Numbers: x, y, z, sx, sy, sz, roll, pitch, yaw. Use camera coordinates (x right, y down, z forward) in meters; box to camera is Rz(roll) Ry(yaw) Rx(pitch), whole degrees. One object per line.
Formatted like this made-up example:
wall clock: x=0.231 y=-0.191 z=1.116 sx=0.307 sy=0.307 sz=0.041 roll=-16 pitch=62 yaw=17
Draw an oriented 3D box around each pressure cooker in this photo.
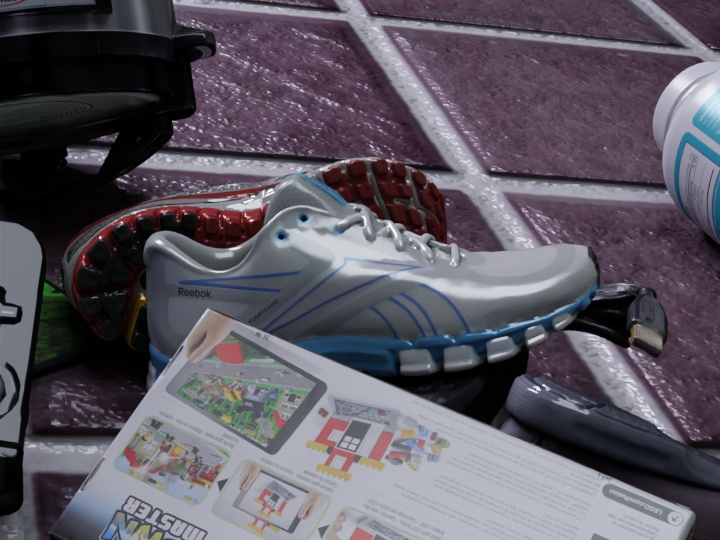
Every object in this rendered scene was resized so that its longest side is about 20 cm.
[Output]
pressure cooker: x=-0.180 y=-0.136 z=0.836 sx=0.175 sy=0.202 sz=0.178 roll=-10 pitch=-3 yaw=39

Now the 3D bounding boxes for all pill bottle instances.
pill bottle: x=0.251 y=-0.054 z=0.939 sx=0.110 sy=0.112 sz=0.200 roll=-1 pitch=29 yaw=-23

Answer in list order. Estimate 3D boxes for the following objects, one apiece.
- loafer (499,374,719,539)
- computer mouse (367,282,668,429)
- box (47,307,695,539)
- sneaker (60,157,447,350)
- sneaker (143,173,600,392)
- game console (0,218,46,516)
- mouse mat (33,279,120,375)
loafer: x=0.138 y=0.105 z=0.636 sx=0.198 sy=0.063 sz=0.072 roll=24 pitch=4 yaw=-9
computer mouse: x=0.063 y=0.052 z=0.697 sx=0.139 sy=0.047 sz=0.200 roll=-5 pitch=13 yaw=17
box: x=0.003 y=0.096 z=0.561 sx=0.198 sy=0.035 sz=0.110 roll=22 pitch=57 yaw=20
sneaker: x=-0.048 y=-0.015 z=0.762 sx=0.198 sy=0.079 sz=0.082 roll=-6 pitch=12 yaw=-26
sneaker: x=0.000 y=0.000 z=0.670 sx=0.198 sy=0.088 sz=0.075 roll=-9 pitch=10 yaw=3
game console: x=-0.214 y=0.019 z=0.568 sx=0.198 sy=0.117 sz=0.177 roll=9 pitch=56 yaw=-12
mouse mat: x=-0.226 y=0.021 z=0.709 sx=0.160 sy=0.008 sz=0.199 roll=29 pitch=29 yaw=32
